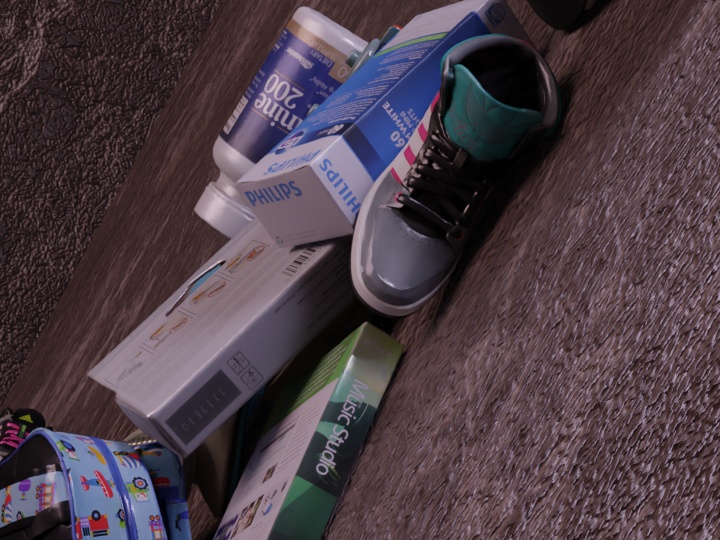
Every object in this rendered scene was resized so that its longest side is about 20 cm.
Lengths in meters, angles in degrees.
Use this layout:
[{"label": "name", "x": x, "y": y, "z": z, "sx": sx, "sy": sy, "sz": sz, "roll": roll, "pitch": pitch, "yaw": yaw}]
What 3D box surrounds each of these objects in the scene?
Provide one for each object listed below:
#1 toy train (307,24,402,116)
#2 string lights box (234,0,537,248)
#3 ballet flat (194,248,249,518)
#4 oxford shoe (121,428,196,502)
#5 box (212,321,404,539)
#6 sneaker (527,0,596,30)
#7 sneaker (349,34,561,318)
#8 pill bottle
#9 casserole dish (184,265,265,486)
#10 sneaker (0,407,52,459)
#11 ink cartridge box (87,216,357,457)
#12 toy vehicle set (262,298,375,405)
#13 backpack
[{"label": "toy train", "x": 0.000, "y": -0.107, "z": 1.860, "sx": 0.200, "sy": 0.085, "sz": 0.114, "roll": -56, "pitch": 2, "yaw": 15}, {"label": "string lights box", "x": 0.018, "y": -0.103, "z": 1.602, "sx": 0.200, "sy": 0.059, "sz": 0.103, "roll": -45, "pitch": 18, "yaw": -27}, {"label": "ballet flat", "x": -0.102, "y": 0.077, "z": 1.723, "sx": 0.069, "sy": 0.069, "sz": 0.200, "roll": -170, "pitch": 95, "yaw": -78}, {"label": "oxford shoe", "x": -0.160, "y": 0.183, "z": 1.754, "sx": 0.058, "sy": 0.075, "sz": 0.200, "roll": -19, "pitch": -37, "yaw": -42}, {"label": "box", "x": -0.047, "y": 0.142, "z": 1.525, "sx": 0.144, "sy": 0.036, "sz": 0.200, "roll": -40, "pitch": 23, "yaw": 59}, {"label": "sneaker", "x": 0.160, "y": -0.235, "z": 1.531, "sx": 0.088, "sy": 0.074, "sz": 0.200, "roll": -28, "pitch": -24, "yaw": -28}, {"label": "sneaker", "x": 0.064, "y": -0.070, "z": 1.483, "sx": 0.200, "sy": 0.084, "sz": 0.121, "roll": -63, "pitch": 2, "yaw": -25}, {"label": "pill bottle", "x": -0.057, "y": -0.115, "z": 2.032, "sx": 0.200, "sy": 0.111, "sz": 0.111, "roll": -58, "pitch": 11, "yaw": 7}, {"label": "casserole dish", "x": -0.113, "y": 0.070, "z": 1.807, "sx": 0.200, "sy": 0.039, "sz": 0.121, "roll": -65, "pitch": -30, "yaw": -28}, {"label": "sneaker", "x": -0.413, "y": 0.207, "z": 2.842, "sx": 0.200, "sy": 0.074, "sz": 0.088, "roll": -161, "pitch": 96, "yaw": -83}, {"label": "ink cartridge box", "x": -0.086, "y": 0.034, "z": 1.632, "sx": 0.200, "sy": 0.044, "sz": 0.174, "roll": -43, "pitch": 17, "yaw": -10}, {"label": "toy vehicle set", "x": 0.000, "y": 0.000, "z": 1.702, "sx": 0.200, "sy": 0.026, "sz": 0.124, "roll": -51, "pitch": 14, "yaw": 36}, {"label": "backpack", "x": -0.178, "y": 0.191, "z": 1.587, "sx": 0.200, "sy": 0.134, "sz": 0.183, "roll": 138, "pitch": 126, "yaw": -63}]
